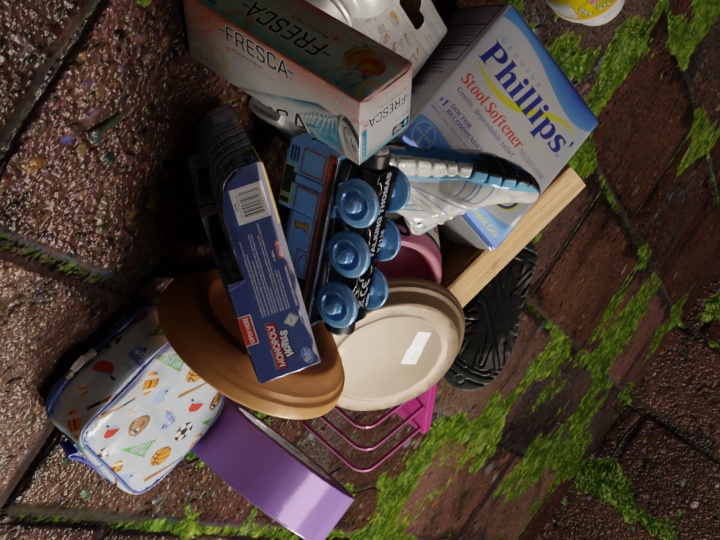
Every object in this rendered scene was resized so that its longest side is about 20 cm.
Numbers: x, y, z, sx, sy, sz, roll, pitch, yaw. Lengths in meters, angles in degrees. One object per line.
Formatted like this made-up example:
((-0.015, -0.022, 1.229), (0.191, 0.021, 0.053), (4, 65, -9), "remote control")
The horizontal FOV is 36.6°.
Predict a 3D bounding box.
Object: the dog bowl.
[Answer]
((0.000, 0.000, 1.186), (0.199, 0.074, 0.201), (-13, 140, -11), "dog bowl")

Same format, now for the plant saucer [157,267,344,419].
((-0.097, 0.060, 1.048), (0.200, 0.200, 0.038), (-7, 136, -56), "plant saucer")

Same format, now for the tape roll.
((-0.104, 0.219, 1.218), (0.066, 0.200, 0.200), (-53, 153, -6), "tape roll")

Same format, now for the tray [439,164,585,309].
((0.157, -0.050, 1.255), (0.200, 0.099, 0.037), (-45, 114, 0), "tray")

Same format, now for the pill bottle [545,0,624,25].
((0.255, -0.357, 1.280), (0.105, 0.104, 0.200), (-59, 153, 7), "pill bottle")

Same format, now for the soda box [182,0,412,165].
((-0.053, -0.169, 0.869), (0.064, 0.200, 0.069), (-40, 150, -28), "soda box")

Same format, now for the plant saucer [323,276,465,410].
((0.025, 0.089, 1.206), (0.199, 0.030, 0.201), (-11, 134, -11), "plant saucer")

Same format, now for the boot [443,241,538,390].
((0.151, 0.042, 1.350), (0.168, 0.076, 0.201), (-130, -119, -84), "boot")

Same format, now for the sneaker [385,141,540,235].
((0.084, -0.077, 1.106), (0.199, 0.075, 0.087), (5, 113, -12), "sneaker")

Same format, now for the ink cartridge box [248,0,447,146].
((-0.009, -0.202, 1.080), (0.201, 0.057, 0.163), (-58, 153, -4), "ink cartridge box")

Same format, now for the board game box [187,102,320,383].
((-0.109, -0.037, 0.982), (0.061, 0.200, 0.201), (-19, 119, -8), "board game box")

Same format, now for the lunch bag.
((-0.220, 0.131, 1.070), (0.160, 0.075, 0.200), (-45, 152, -16), "lunch bag")

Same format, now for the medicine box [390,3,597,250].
((0.130, -0.159, 1.203), (0.200, 0.103, 0.182), (-50, 117, -11), "medicine box")

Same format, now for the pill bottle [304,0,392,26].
((0.006, -0.291, 0.935), (0.200, 0.109, 0.109), (-52, 153, -7), "pill bottle")

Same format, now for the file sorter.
((0.006, 0.135, 1.378), (0.125, 0.139, 0.201), (-35, 147, -32), "file sorter")

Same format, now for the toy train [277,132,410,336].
((-0.024, -0.036, 1.046), (0.087, 0.114, 0.201), (-27, 136, -52), "toy train")

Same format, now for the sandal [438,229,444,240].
((0.082, -0.042, 1.397), (0.055, 0.082, 0.200), (-42, 164, 15), "sandal")
